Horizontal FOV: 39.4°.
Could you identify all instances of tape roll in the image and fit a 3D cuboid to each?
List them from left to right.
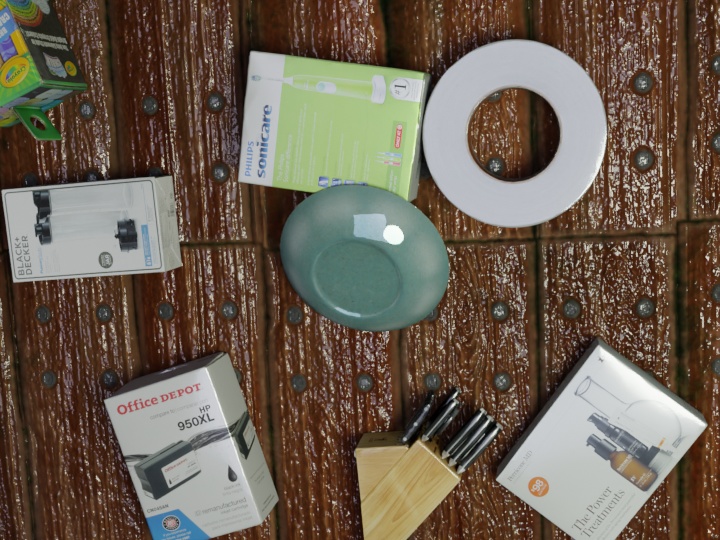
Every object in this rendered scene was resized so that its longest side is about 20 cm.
[{"bbox_3d":[0.170,-0.151,1.112,0.198,0.066,0.203,1,98,11],"label":"tape roll"}]

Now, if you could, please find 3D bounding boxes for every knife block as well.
[{"bbox_3d":[0.085,0.243,1.185,0.174,0.064,0.202,-4,98,11],"label":"knife block"}]

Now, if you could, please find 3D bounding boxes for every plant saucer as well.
[{"bbox_3d":[0.000,0.000,1.134,0.199,0.039,0.203,7,126,10],"label":"plant saucer"}]

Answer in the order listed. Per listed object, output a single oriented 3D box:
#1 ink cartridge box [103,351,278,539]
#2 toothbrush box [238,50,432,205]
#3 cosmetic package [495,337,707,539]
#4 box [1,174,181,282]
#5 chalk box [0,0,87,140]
[{"bbox_3d":[-0.205,0.219,1.223,0.143,0.084,0.202,-18,94,12],"label":"ink cartridge box"},{"bbox_3d":[-0.028,-0.162,1.135,0.198,0.086,0.147,8,101,8],"label":"toothbrush box"},{"bbox_3d":[0.273,0.203,1.154,0.150,0.052,0.201,36,103,6],"label":"cosmetic package"},{"bbox_3d":[-0.325,-0.050,1.218,0.198,0.060,0.118,-3,98,11],"label":"box"},{"bbox_3d":[-0.414,-0.240,1.174,0.123,0.125,0.202,-22,93,12],"label":"chalk box"}]
